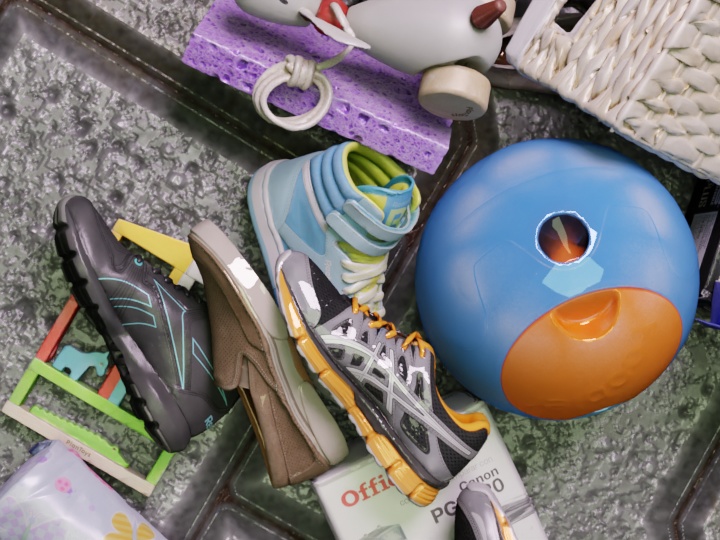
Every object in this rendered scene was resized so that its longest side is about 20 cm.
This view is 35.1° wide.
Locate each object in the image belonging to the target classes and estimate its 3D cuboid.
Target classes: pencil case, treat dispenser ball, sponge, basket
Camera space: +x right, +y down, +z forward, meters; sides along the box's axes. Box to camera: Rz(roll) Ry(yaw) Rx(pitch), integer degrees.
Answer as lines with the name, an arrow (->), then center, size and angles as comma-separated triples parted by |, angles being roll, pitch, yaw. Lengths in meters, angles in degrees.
pencil case -> -0.186, 0.218, 0.832 | 0.200, 0.083, 0.091 | 43, 126, -4
treat dispenser ball -> 0.138, 0.006, 0.814 | 0.200, 0.201, 0.202 | 0, 90, -6
sponge -> -0.026, -0.144, 0.844 | 0.199, 0.112, 0.030 | 24, 122, -6
basket -> 0.226, -0.150, 0.794 | 0.199, 0.123, 0.136 | 15, 113, -41

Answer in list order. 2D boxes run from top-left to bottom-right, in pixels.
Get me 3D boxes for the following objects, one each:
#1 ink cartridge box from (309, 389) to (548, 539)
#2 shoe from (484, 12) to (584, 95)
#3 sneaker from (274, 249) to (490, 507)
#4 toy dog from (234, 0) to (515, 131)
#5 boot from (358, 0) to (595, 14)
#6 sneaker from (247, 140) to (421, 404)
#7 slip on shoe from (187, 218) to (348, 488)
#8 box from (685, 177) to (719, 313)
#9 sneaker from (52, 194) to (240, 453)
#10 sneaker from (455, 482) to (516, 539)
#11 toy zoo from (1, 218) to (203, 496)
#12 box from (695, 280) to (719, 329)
ink cartridge box -> 0.064, 0.211, 0.863 | 0.145, 0.085, 0.201 | -25, 91, -6
shoe -> 0.179, -0.167, 0.893 | 0.199, 0.053, 0.070 | -1, 90, -6
sneaker -> 0.012, 0.063, 0.785 | 0.077, 0.078, 0.200 | -36, 98, 4
toy dog -> 0.019, -0.173, 0.764 | 0.199, 0.096, 0.133 | -4, 75, -14
boot -> 0.097, -0.221, 0.833 | 0.173, 0.200, 0.069 | 15, 51, -14
sneaker -> 0.000, 0.000, 0.830 | 0.079, 0.130, 0.201 | -25, 94, -49
slip on shoe -> -0.078, 0.062, 0.805 | 0.060, 0.076, 0.201 | -30, 107, -11
box -> 0.353, -0.047, 0.896 | 0.163, 0.086, 0.201 | 19, 87, -7
sneaker -> -0.157, 0.031, 0.833 | 0.079, 0.075, 0.201 | -29, 100, -20
sneaker -> 0.074, 0.247, 0.778 | 0.077, 0.078, 0.201 | -1, 90, 0
toy zoo -> -0.164, 0.053, 0.869 | 0.131, 0.020, 0.201 | 31, 86, -5
box -> 0.340, 0.034, 0.792 | 0.199, 0.119, 0.042 | 8, 92, -7
